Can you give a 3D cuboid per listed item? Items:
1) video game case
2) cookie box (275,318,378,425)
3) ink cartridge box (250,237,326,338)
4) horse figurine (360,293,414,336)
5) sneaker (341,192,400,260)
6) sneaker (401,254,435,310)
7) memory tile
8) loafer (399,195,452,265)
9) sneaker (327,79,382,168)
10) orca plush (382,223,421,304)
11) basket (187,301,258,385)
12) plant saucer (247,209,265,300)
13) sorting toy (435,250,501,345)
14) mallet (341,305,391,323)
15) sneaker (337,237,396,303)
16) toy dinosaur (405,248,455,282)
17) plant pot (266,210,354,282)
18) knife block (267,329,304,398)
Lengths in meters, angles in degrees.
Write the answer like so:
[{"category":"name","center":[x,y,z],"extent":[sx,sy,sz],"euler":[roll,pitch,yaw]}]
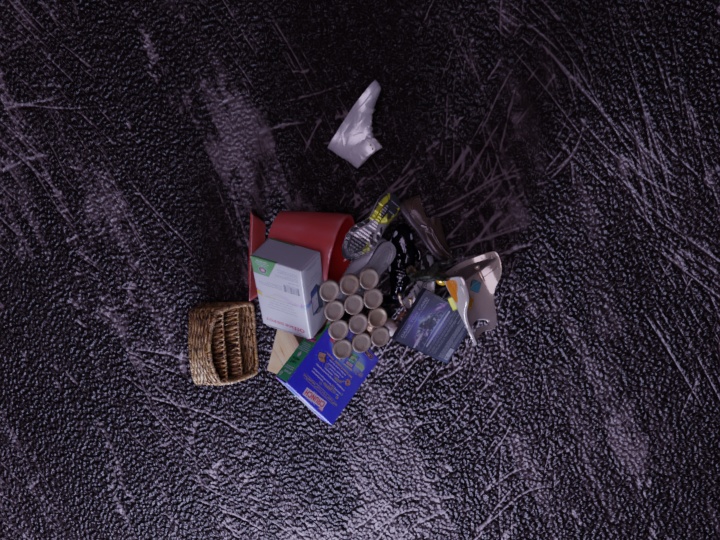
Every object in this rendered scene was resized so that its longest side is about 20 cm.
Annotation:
[{"category":"video game case","center":[0.184,0.138,1.706],"extent":[0.198,0.019,0.144],"euler":[26,101,-36]},{"category":"cookie box","center":[-0.079,0.236,1.692],"extent":[0.171,0.075,0.201],"euler":[46,72,-24]},{"category":"ink cartridge box","center":[-0.163,0.043,1.621],"extent":[0.143,0.088,0.204],"euler":[15,129,25]},{"category":"horse figurine","center":[0.072,0.120,1.703],"extent":[0.195,0.050,0.135],"euler":[-3,119,7]},{"category":"sneaker","center":[0.027,-0.095,1.695],"extent":[0.074,0.085,0.200],"euler":[40,73,6]},{"category":"sneaker","center":[0.141,0.060,1.732],"extent":[0.085,0.076,0.205],"euler":[6,97,6]},{"category":"memory tile","center":[-0.011,0.100,1.639],"extent":[0.150,0.017,0.204],"euler":[-17,111,-14]},{"category":"loafer","center":[0.173,-0.101,1.709],"extent":[0.071,0.073,0.201],"euler":[-38,92,10]},{"category":"sneaker","center":[0.018,-0.350,1.704],"extent":[0.115,0.074,0.202],"euler":[35,110,0]},{"category":"orca plush","center":[0.089,-0.012,1.732],"extent":[0.103,0.071,0.204],"euler":[23,99,4]},{"category":"basket","center":[-0.349,0.186,1.776],"extent":[0.145,0.143,0.205],"euler":[0,97,8]},{"category":"plant saucer","center":[-0.255,-0.042,1.716],"extent":[0.036,0.200,0.205],"euler":[1,98,-10]},{"category":"sorting toy","center":[0.272,0.075,1.677],"extent":[0.105,0.199,0.184],"euler":[-14,99,39]},{"category":"mallet","center":[-0.016,0.137,1.769],"extent":[0.195,0.041,0.067],"euler":[-11,100,1]},{"category":"sneaker","center":[0.000,0.000,1.710],"extent":[0.200,0.080,0.077],"euler":[-45,131,-14]},{"category":"toy dinosaur","center":[0.181,-0.003,1.630],"extent":[0.088,0.199,0.048],"euler":[-44,107,-17]},{"category":"plant pot","center":[-0.125,-0.056,1.703],"extent":[0.173,0.200,0.205],"euler":[14,99,13]},{"category":"knife block","center":[-0.138,0.224,1.748],"extent":[0.172,0.064,0.204],"euler":[18,111,4]}]
